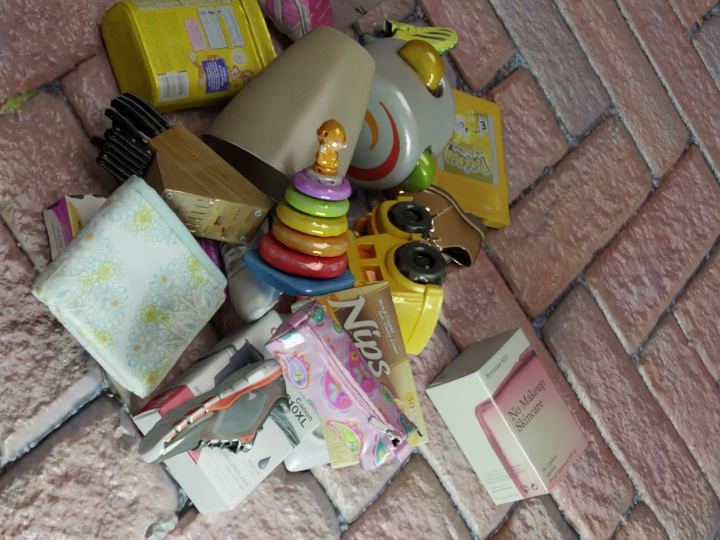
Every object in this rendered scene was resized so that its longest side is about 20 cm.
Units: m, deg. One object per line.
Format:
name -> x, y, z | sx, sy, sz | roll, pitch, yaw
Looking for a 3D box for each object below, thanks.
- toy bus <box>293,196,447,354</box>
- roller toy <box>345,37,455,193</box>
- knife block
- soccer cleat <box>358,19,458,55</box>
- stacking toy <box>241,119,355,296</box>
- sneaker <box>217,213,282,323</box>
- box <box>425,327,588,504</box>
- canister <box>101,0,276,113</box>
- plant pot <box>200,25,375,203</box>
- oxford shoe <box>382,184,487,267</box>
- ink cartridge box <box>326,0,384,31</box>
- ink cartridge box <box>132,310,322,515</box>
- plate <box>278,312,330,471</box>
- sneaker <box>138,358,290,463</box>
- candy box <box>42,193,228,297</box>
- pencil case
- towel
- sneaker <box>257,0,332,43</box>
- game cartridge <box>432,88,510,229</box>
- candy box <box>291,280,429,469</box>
toy bus -> 0.000, 0.000, 1.747 | 0.190, 0.137, 0.201 | 3, 44, -17
roller toy -> 0.032, -0.218, 1.816 | 0.140, 0.181, 0.202 | -39, 131, -44
knife block -> -0.215, -0.128, 1.577 | 0.198, 0.064, 0.177 | 10, 45, -31
soccer cleat -> 0.074, -0.343, 1.987 | 0.199, 0.064, 0.084 | -27, 90, -44
stacking toy -> -0.051, -0.080, 1.542 | 0.109, 0.115, 0.202 | -14, 125, -51
sneaker -> -0.144, -0.019, 1.626 | 0.081, 0.076, 0.201 | 49, 19, -37
box -> 0.206, 0.203, 1.862 | 0.128, 0.108, 0.201 | -39, 101, -42
canister -> -0.215, -0.278, 1.690 | 0.199, 0.086, 0.150 | -16, 84, -42
plant pot -> -0.069, -0.198, 1.668 | 0.187, 0.187, 0.201 | 37, 80, -25
oxford shoe -> 0.104, -0.070, 1.906 | 0.199, 0.071, 0.072 | 32, 61, -30
ink cartridge box -> -0.012, -0.434, 1.851 | 0.146, 0.199, 0.085 | 52, 42, -13
ink cartridge box -> -0.142, 0.164, 1.564 | 0.200, 0.084, 0.145 | -41, 100, -34
plate -> -0.034, 0.145, 1.724 | 0.198, 0.032, 0.202 | -4, 76, -42
sneaker -> -0.150, 0.171, 1.464 | 0.199, 0.077, 0.083 | -30, 100, -33
candy box -> -0.261, -0.019, 1.565 | 0.199, 0.061, 0.138 | -6, 78, -42
pencil case -> -0.019, 0.131, 1.492 | 0.201, 0.087, 0.087 | 53, 47, -4
towel -> -0.248, 0.021, 1.479 | 0.172, 0.048, 0.201 | -53, 131, -21
sneaker -> -0.102, -0.374, 1.836 | 0.081, 0.087, 0.202 | -54, 133, -53
game cartridge -> 0.153, -0.175, 2.014 | 0.175, 0.032, 0.202 | 12, 65, -38
candy box -> 0.000, 0.122, 1.585 | 0.114, 0.055, 0.202 | -11, 82, -34
